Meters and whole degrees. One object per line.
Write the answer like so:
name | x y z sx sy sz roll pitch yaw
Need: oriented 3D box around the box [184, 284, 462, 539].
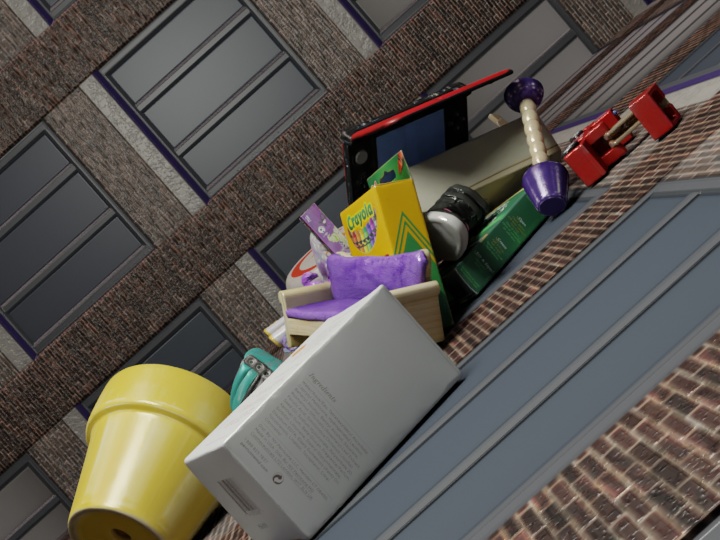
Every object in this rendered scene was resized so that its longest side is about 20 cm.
box | -0.035 0.129 1.076 0.200 0.106 0.152 -43 3 -24

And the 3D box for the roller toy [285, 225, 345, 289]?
roller toy | -0.014 0.017 2.017 0.200 0.140 0.182 -40 14 -4

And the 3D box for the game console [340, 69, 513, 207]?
game console | 0.088 -0.160 1.553 0.199 0.173 0.118 -25 38 -28

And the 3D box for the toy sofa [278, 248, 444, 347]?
toy sofa | -0.004 0.033 1.321 0.082 0.098 0.199 -12 7 -33

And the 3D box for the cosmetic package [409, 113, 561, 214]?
cosmetic package | 0.151 -0.113 1.582 0.199 0.073 0.104 -26 -27 -7

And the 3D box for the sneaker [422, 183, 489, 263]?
sneaker | 0.107 -0.063 1.432 0.099 0.071 0.200 -48 0 -11

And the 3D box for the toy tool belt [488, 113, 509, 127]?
toy tool belt | 0.208 -0.161 1.866 0.125 0.123 0.200 -39 4 36

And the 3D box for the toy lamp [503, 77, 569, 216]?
toy lamp | 0.211 -0.148 1.486 0.058 0.058 0.201 -39 40 30

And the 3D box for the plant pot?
plant pot | -0.245 0.245 1.452 0.201 0.200 0.189 -39 19 40

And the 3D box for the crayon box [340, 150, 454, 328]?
crayon box | 0.034 -0.020 1.390 0.050 0.201 0.127 -13 -8 -21

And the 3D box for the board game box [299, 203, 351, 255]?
board game box | 0.000 0.000 1.532 0.032 0.200 0.120 -43 3 -6

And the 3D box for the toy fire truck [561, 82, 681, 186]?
toy fire truck | 0.303 -0.163 1.433 0.141 0.049 0.200 -40 3 23

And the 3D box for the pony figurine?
pony figurine | -0.042 0.034 1.713 0.200 0.166 0.193 -48 7 -4

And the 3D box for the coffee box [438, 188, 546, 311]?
coffee box | 0.142 -0.020 1.478 0.200 0.044 0.123 -45 4 -38

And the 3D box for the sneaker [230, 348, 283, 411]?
sneaker | -0.074 0.123 1.418 0.200 0.121 0.084 -42 -32 0

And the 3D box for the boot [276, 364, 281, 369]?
boot | -0.053 0.169 1.269 0.199 0.072 0.167 -10 47 47
